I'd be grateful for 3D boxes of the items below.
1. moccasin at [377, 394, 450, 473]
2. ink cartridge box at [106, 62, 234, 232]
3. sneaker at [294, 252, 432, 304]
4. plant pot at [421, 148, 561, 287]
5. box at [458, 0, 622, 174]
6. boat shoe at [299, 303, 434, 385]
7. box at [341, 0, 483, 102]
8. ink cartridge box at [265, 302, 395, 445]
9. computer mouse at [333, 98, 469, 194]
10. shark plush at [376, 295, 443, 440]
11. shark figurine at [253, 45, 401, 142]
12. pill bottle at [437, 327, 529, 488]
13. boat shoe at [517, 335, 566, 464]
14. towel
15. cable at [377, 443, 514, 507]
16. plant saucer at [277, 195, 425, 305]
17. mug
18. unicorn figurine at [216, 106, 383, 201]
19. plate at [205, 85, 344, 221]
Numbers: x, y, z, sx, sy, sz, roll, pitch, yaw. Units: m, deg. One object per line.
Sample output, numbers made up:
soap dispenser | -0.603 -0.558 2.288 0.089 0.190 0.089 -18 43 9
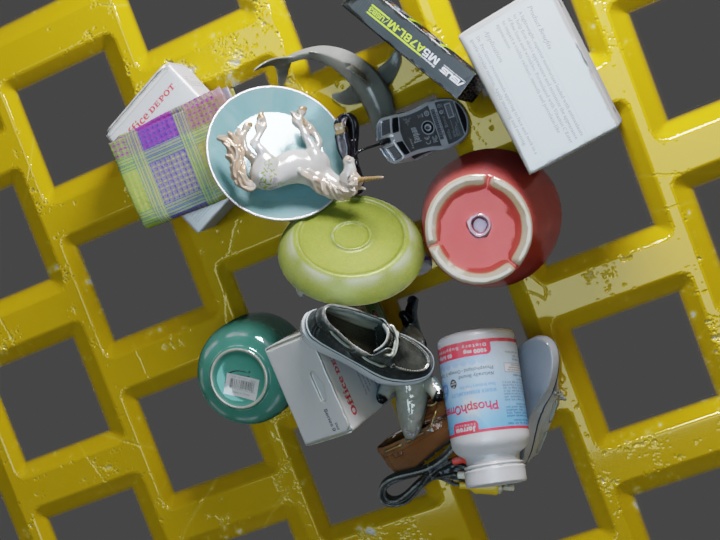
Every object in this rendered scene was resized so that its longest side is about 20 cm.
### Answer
moccasin | 0.106 0.208 1.682 0.078 0.074 0.201 45 112 -5
ink cartridge box | -0.245 -0.178 1.697 0.200 0.085 0.146 46 103 1
sneaker | 0.000 0.000 1.621 0.197 0.075 0.101 2 112 4
plant pot | 0.167 -0.064 1.575 0.198 0.177 0.203 1 97 12
box | 0.238 -0.246 1.524 0.130 0.200 0.201 -27 91 16
boat shoe | 0.019 0.098 1.522 0.198 0.071 0.073 19 65 -24
box | 0.077 -0.298 1.552 0.193 0.200 0.048 42 102 3
ink cartridge box | -0.026 0.132 1.625 0.087 0.200 0.147 -23 94 29
computer mouse | 0.058 -0.181 1.623 0.198 0.044 0.111 -17 87 -18
shark plush | 0.061 0.130 1.641 0.090 0.084 0.202 -14 58 3
shark figurine | -0.030 -0.277 1.638 0.213 0.089 0.129 28 101 5
pill bottle | 0.168 0.185 1.574 0.107 0.109 0.203 -11 76 13
boat shoe | 0.251 0.179 1.641 0.074 0.086 0.204 26 117 39
towel | -0.242 -0.155 1.646 0.198 0.023 0.145 -22 93 14
cable | 0.114 0.283 1.647 0.197 0.050 0.098 -14 112 8
plant saucer | -0.012 -0.037 1.561 0.197 0.201 0.031 10 136 11
mug | -0.147 0.135 1.701 0.184 0.114 0.153 -37 89 15
unicorn figurine | -0.081 -0.148 1.562 0.197 0.074 0.139 -15 74 -3
plate | -0.114 -0.157 1.602 0.197 0.026 0.203 5 68 -13
